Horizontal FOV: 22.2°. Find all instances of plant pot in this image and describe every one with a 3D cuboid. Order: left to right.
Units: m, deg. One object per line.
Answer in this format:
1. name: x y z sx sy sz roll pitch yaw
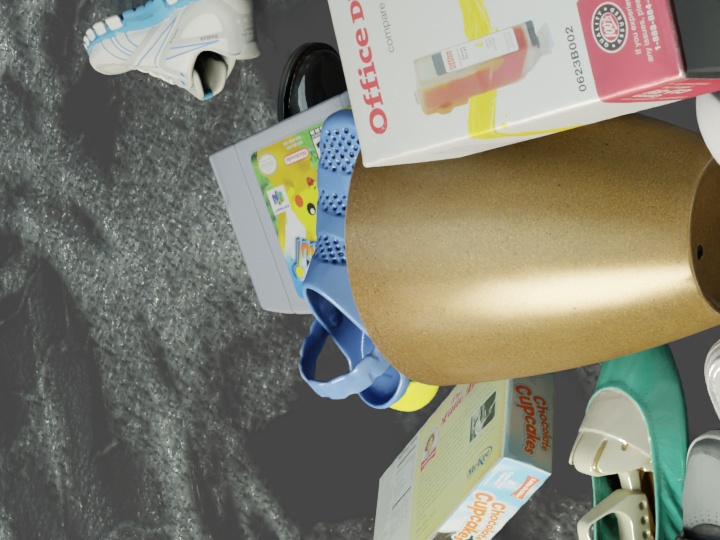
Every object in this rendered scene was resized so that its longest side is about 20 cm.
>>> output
1. plant pot: 0.124 -0.023 1.051 0.199 0.186 0.187 1 100 41

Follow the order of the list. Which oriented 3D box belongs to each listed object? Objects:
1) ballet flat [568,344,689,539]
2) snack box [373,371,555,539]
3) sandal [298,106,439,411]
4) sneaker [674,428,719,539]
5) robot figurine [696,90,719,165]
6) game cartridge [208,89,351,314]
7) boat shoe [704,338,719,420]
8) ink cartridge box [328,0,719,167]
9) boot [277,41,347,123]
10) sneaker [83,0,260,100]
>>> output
1. ballet flat: 0.162 0.132 1.111 0.067 0.070 0.201 1 99 52
2. snack box: 0.065 0.136 1.212 0.116 0.037 0.200 -83 20 -44
3. sandal: 0.000 0.000 1.128 0.079 0.087 0.201 7 108 47
4. sneaker: 0.190 0.199 1.051 0.083 0.120 0.201 -7 93 52
5. robot figurine: 0.242 -0.123 0.900 0.150 0.124 0.201 43 127 38
6. game cartridge: -0.018 -0.042 1.219 0.200 0.040 0.134 -20 94 49
7. boat shoe: 0.236 0.113 0.951 0.200 0.068 0.072 57 137 25
8. ink cartridge box: 0.082 -0.141 0.907 0.200 0.083 0.146 -13 88 41
9. boot: 0.034 -0.065 1.228 0.174 0.069 0.201 -2 107 53
10. sneaker: -0.146 -0.169 1.423 0.200 0.075 0.087 -15 93 52
